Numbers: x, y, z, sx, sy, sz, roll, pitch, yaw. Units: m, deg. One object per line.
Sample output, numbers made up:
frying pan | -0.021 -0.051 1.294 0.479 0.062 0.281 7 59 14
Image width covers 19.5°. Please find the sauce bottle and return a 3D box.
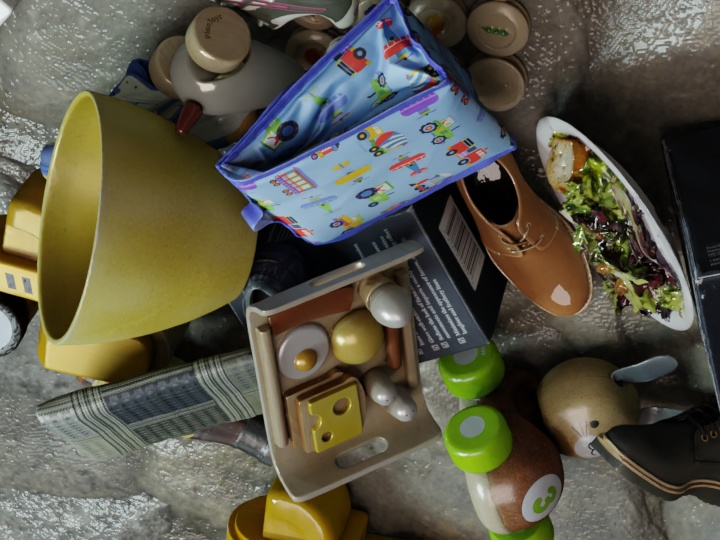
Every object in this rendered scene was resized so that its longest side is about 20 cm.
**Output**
sauce bottle | -0.160 0.118 1.921 0.200 0.066 0.066 26 129 -5

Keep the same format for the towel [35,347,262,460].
towel | -0.168 0.112 1.798 0.192 0.035 0.200 -16 164 1

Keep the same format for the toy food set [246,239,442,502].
toy food set | -0.005 0.081 1.660 0.143 0.060 0.200 -23 128 -20

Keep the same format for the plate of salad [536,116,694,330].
plate of salad | 0.190 -0.031 1.636 0.048 0.200 0.200 -34 119 -10

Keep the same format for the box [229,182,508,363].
box | 0.000 0.000 1.755 0.200 0.107 0.149 -16 121 26

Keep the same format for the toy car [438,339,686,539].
toy car | 0.186 0.135 1.790 0.200 0.158 0.164 -15 134 12

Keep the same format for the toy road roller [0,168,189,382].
toy road roller | -0.246 0.001 1.815 0.200 0.123 0.146 15 117 3

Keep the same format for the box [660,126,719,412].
box | 0.316 0.016 1.606 0.123 0.199 0.200 -13 124 7

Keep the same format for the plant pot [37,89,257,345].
plant pot | -0.163 -0.033 1.654 0.142 0.200 0.200 8 133 -21

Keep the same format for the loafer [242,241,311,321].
loafer | -0.054 0.071 1.710 0.068 0.070 0.201 -5 125 21

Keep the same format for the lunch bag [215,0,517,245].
lunch bag | -0.004 -0.091 1.588 0.200 0.094 0.151 -37 152 10

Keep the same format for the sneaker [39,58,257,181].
sneaker | -0.185 -0.132 1.741 0.200 0.075 0.088 -16 109 19

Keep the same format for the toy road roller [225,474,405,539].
toy road roller | -0.028 0.260 1.959 0.200 0.123 0.146 11 118 9

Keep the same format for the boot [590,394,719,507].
boot | 0.287 0.118 1.727 0.200 0.077 0.138 11 120 -50

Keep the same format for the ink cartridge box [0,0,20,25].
ink cartridge box | -0.380 -0.252 1.687 0.200 0.084 0.144 40 128 -14

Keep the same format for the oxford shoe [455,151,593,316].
oxford shoe | 0.127 -0.032 1.703 0.071 0.071 0.200 -31 113 14

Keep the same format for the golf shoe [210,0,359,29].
golf shoe | -0.095 -0.224 1.620 0.200 0.077 0.088 6 136 26

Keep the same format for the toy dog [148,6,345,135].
toy dog | -0.072 -0.129 1.638 0.200 0.097 0.132 11 159 -1

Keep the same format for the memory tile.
memory tile | 0.036 -0.201 1.648 0.200 0.017 0.154 9 129 9
